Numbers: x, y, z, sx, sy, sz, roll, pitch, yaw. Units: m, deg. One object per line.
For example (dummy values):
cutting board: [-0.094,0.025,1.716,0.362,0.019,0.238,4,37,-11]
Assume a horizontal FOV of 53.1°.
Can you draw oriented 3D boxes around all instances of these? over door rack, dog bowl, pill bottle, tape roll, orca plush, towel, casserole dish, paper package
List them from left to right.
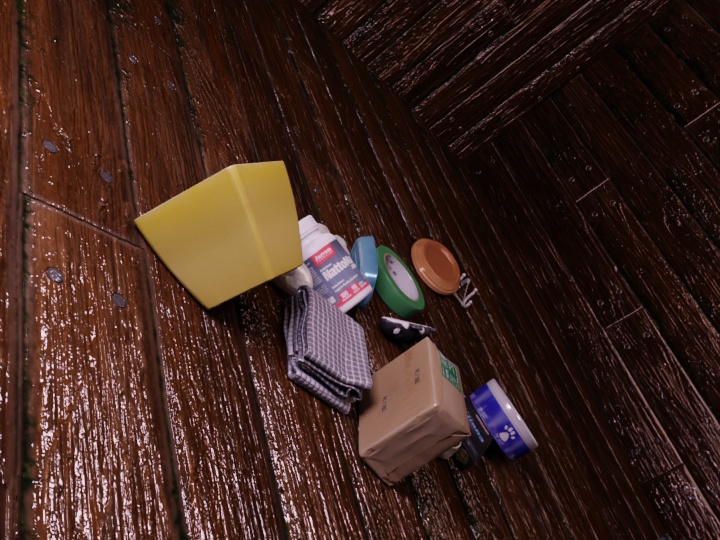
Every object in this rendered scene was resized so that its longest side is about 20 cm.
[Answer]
pill bottle: [-0.079,-0.005,1.466,0.201,0.119,0.120,53,20,-1]
towel: [-0.061,0.139,1.323,0.165,0.085,0.201,40,24,-32]
casserole dish: [0.000,0.000,1.660,0.038,0.122,0.201,14,34,-13]
tape roll: [0.091,0.030,1.895,0.200,0.048,0.201,45,22,-23]
orca plush: [0.107,0.159,1.740,0.104,0.072,0.200,13,-2,25]
paper package: [0.095,0.256,1.330,0.103,0.190,0.201,45,20,-22]
over door rack: [0.324,0.019,2.413,0.148,0.066,0.200,50,20,-14]
dog bowl: [0.364,0.381,1.834,0.201,0.079,0.200,55,6,-8]

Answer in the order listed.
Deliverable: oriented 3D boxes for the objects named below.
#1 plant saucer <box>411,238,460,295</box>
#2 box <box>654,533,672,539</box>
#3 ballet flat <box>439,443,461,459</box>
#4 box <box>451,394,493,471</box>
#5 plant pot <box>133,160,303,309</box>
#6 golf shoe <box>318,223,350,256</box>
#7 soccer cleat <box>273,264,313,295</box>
plant saucer: [0.243,-0.018,2.253,0.199,0.037,0.201,27,43,-29]
box: [0.998,0.973,2.309,0.201,0.122,0.106,52,19,-6]
ballet flat: [0.144,0.339,1.492,0.200,0.069,0.070,34,28,-43]
box: [0.222,0.345,1.687,0.201,0.050,0.198,58,21,9]
plant pot: [-0.205,-0.052,1.174,0.178,0.199,0.200,65,20,-1]
golf shoe: [-0.077,-0.045,1.589,0.199,0.075,0.092,22,31,-54]
soccer cleat: [-0.164,-0.033,1.378,0.200,0.069,0.078,51,-9,8]
